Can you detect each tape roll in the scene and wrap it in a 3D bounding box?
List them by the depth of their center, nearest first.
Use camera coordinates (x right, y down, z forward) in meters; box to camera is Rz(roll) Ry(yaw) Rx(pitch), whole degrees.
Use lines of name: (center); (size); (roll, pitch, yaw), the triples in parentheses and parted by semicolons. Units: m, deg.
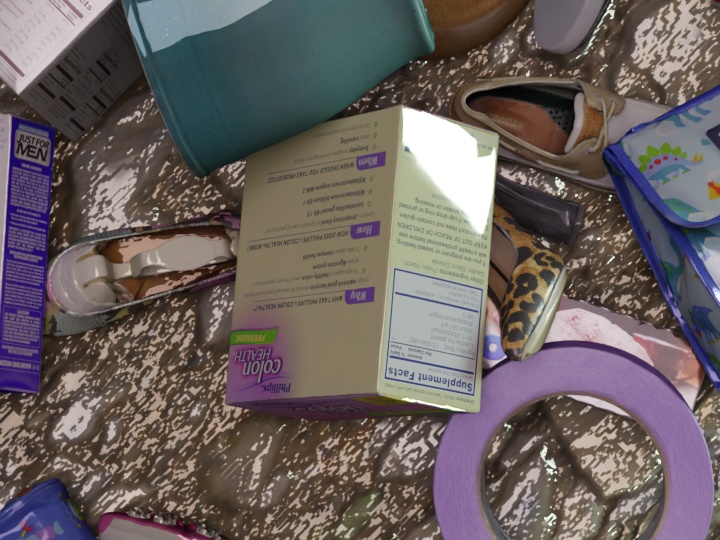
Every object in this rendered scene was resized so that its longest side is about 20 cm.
tape roll: (0.153, 0.152, 1.621); (0.199, 0.066, 0.201); (0, 92, 5)

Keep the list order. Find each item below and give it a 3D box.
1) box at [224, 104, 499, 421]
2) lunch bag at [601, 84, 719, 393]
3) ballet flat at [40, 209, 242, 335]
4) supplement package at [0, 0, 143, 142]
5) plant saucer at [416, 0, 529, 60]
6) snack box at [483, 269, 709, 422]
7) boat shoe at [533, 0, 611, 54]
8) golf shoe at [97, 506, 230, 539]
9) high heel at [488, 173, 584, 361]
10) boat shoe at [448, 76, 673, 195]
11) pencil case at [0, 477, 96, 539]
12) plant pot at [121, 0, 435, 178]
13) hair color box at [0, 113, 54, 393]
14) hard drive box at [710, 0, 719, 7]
box: (0.000, 0.000, 1.592); (0.096, 0.175, 0.201); (14, 76, -38)
lunch bag: (0.291, -0.040, 1.613); (0.169, 0.127, 0.201); (-27, 80, -12)
ballet flat: (-0.165, -0.003, 1.669); (0.199, 0.071, 0.070); (-15, 84, 2)
supplement package: (-0.240, -0.199, 1.629); (0.111, 0.200, 0.156); (-45, 83, -2)
plant saucer: (0.058, -0.252, 1.652); (0.199, 0.035, 0.201); (-5, 104, -20)
snack box: (0.155, 0.058, 1.666); (0.199, 0.024, 0.072); (19, 87, 5)
boat shoe: (0.190, -0.251, 1.679); (0.056, 0.069, 0.201); (20, 90, -33)
golf shoe: (-0.105, 0.234, 1.640); (0.199, 0.075, 0.092); (19, 89, 6)
high heel: (0.078, -0.010, 1.611); (0.142, 0.200, 0.072); (19, 126, 2)
boat shoe: (0.163, -0.101, 1.659); (0.199, 0.068, 0.075); (6, 83, 2)
pencil case: (-0.207, 0.253, 1.641); (0.087, 0.078, 0.201); (-31, 83, 4)
plant pot: (-0.054, -0.188, 1.550); (0.187, 0.200, 0.201); (-18, 83, 6)
hair color box: (-0.291, -0.011, 1.665); (0.109, 0.065, 0.201); (-1, 82, 26)
hard drive box: (0.363, -0.210, 1.617); (0.199, 0.156, 0.077); (20, 87, 6)
